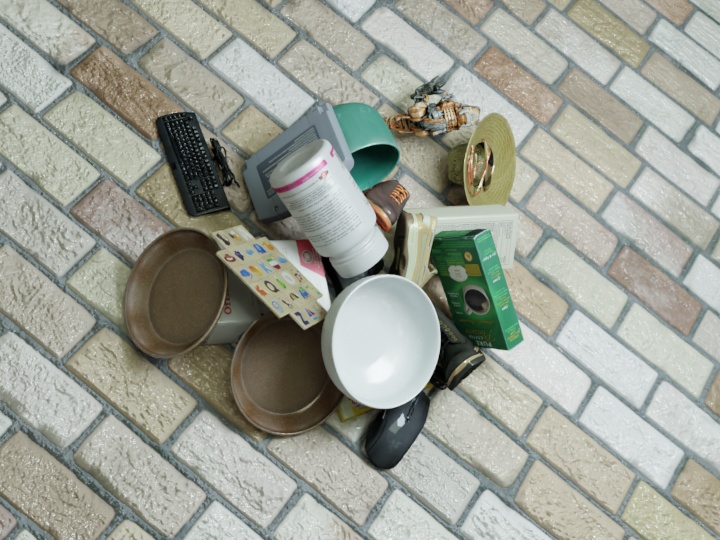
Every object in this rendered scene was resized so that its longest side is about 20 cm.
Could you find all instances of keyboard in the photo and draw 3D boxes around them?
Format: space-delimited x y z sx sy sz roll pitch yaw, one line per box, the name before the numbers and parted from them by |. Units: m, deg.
keyboard | -0.271 -0.191 1.788 0.103 0.040 0.202 -14 70 -25

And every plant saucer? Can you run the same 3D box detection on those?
plant saucer | -0.110 0.151 1.621 0.198 0.037 0.203 -4 98 -25
plant saucer | -0.272 0.036 1.598 0.037 0.199 0.202 28 44 -55

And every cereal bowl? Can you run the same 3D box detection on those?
cereal bowl | 0.021 0.107 1.614 0.198 0.083 0.203 0 90 -32

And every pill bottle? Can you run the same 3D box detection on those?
pill bottle | -0.046 -0.095 1.665 0.113 0.113 0.201 -48 115 -33

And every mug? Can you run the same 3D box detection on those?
mug | -0.035 -0.214 1.818 0.183 0.152 0.115 -13 64 -27

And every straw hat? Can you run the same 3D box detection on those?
straw hat | 0.203 -0.194 1.931 0.084 0.202 0.202 6 48 34

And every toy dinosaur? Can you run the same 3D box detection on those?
toy dinosaur | 0.120 -0.286 1.919 0.198 0.103 0.136 15 31 9

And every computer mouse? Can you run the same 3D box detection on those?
computer mouse | 0.054 0.201 1.664 0.140 0.046 0.201 41 64 -11

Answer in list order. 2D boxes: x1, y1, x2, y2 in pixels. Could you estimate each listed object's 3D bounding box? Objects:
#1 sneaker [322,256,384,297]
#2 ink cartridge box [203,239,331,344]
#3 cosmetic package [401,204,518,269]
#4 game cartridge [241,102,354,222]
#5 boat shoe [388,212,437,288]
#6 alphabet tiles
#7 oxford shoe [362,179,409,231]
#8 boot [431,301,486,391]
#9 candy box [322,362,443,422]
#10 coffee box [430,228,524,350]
sneaker | -0.001 0.002 1.770 0.103 0.060 0.201 -12 64 -20
ink cartridge box | -0.159 0.033 1.681 0.198 0.085 0.147 -1 63 -23
cosmetic package | 0.167 -0.055 1.828 0.198 0.073 0.105 -3 109 -23
game cartridge | -0.105 -0.171 1.760 0.041 0.199 0.134 6 57 -59
boat shoe | 0.091 0.004 1.735 0.075 0.202 0.072 1 26 -18
alphabet tiles | -0.134 0.008 1.583 0.200 0.006 0.166 45 21 7
oxford shoe | 0.044 -0.120 1.774 0.072 0.200 0.071 -36 105 7
boot | 0.129 0.113 1.691 0.077 0.200 0.139 -40 86 2
candy box | 0.036 0.165 1.715 0.198 0.026 0.103 -17 74 -27
coffee box | 0.190 0.032 1.740 0.044 0.122 0.202 -28 106 -33
